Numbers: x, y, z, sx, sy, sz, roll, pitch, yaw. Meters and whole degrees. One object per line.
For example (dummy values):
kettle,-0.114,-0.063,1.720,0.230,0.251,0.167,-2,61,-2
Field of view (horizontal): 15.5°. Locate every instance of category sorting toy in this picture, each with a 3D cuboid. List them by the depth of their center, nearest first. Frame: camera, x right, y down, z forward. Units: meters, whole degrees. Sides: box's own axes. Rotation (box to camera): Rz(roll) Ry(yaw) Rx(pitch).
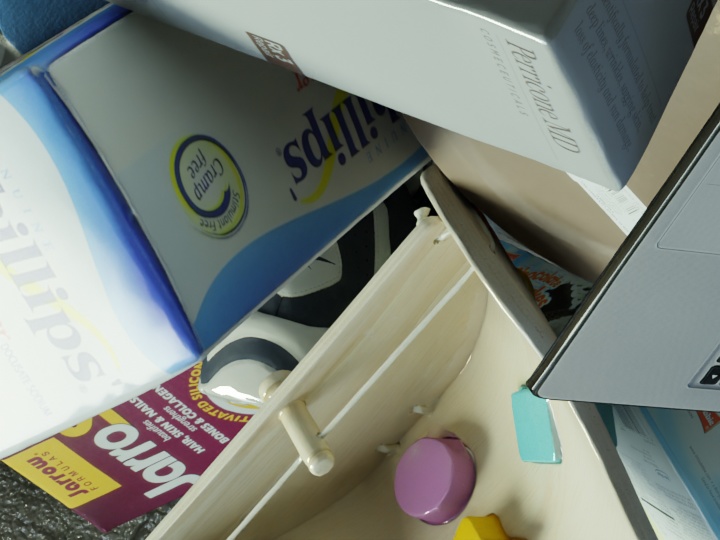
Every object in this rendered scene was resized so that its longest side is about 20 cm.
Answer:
sorting toy,0.032,0.103,0.892,0.107,0.200,0.180,14,-145,-49

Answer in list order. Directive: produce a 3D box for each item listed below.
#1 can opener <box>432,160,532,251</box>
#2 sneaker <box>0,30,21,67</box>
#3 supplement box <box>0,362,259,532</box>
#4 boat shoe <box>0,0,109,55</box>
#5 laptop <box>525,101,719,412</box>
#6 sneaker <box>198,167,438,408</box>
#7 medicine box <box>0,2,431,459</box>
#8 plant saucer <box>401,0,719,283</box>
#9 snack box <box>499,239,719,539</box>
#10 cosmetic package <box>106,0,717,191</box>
can opener,0.116,-0.012,1.057,0.199,0.053,0.066,30,166,-19
sneaker,-0.141,-0.102,1.155,0.199,0.072,0.083,12,161,46
supplement box,-0.074,0.016,1.193,0.199,0.104,0.131,-26,144,17
boat shoe,-0.039,-0.080,0.990,0.199,0.085,0.069,15,178,15
laptop,0.183,0.028,0.738,0.199,0.116,0.188,5,139,-24
sneaker,0.000,0.000,1.051,0.079,0.130,0.199,18,178,20
medicine box,-0.098,-0.020,0.879,0.199,0.182,0.103,-26,100,36
plant saucer,0.080,-0.061,0.798,0.199,0.030,0.201,25,143,20
snack box,0.102,0.059,0.996,0.117,0.037,0.200,58,171,-18
cosmetic package,-0.010,-0.100,0.721,0.199,0.074,0.102,23,167,24
